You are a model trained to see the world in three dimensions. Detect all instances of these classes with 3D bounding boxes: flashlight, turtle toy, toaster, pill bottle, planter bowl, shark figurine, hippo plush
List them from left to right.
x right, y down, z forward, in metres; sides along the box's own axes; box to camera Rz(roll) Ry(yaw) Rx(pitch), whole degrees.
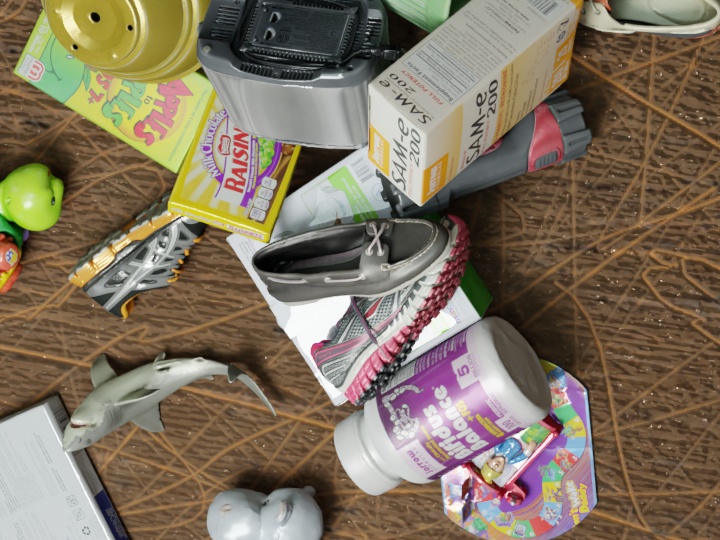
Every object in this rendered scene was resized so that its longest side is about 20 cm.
[{"bbox_3d":[-0.387,-0.034,1.550,0.101,0.146,0.200,34,107,-16],"label":"turtle toy"},{"bbox_3d":[-0.232,-0.250,1.404,0.200,0.083,0.201,10,125,15],"label":"planter bowl"},{"bbox_3d":[-0.203,0.136,1.574,0.214,0.128,0.090,-17,123,-1],"label":"shark figurine"},{"bbox_3d":[-0.093,0.305,1.523,0.200,0.159,0.161,5,102,13],"label":"hippo plush"},{"bbox_3d":[-0.047,-0.187,1.376,0.200,0.129,0.114,8,63,12],"label":"toaster"},{"bbox_3d":[0.076,0.137,1.454,0.200,0.112,0.112,-33,92,23],"label":"pill bottle"},{"bbox_3d":[0.113,-0.108,1.400,0.200,0.068,0.068,-19,100,-11],"label":"flashlight"}]

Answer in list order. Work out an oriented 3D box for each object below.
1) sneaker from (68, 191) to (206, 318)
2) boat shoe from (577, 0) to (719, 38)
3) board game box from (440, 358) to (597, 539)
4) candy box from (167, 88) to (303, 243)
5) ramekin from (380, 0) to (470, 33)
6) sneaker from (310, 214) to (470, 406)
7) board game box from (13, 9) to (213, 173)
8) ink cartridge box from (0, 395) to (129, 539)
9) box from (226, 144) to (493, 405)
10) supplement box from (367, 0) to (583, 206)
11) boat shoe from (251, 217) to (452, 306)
[{"bbox_3d":[-0.202,-0.025,1.536,0.200,0.078,0.077,-33,105,21],"label":"sneaker"},{"bbox_3d":[0.237,-0.252,1.385,0.200,0.063,0.071,12,105,11],"label":"boat shoe"},{"bbox_3d":[0.151,0.185,1.501,0.158,0.039,0.200,-4,100,14],"label":"board game box"},{"bbox_3d":[-0.105,-0.130,1.444,0.102,0.026,0.200,17,66,2],"label":"candy box"},{"bbox_3d":[0.083,-0.309,1.346,0.098,0.200,0.200,28,106,14],"label":"ramekin"},{"bbox_3d":[0.029,0.029,1.384,0.075,0.081,0.200,40,102,14],"label":"sneaker"},{"bbox_3d":[-0.240,-0.195,1.519,0.200,0.048,0.102,32,106,6],"label":"board game box"},{"bbox_3d":[-0.374,0.263,1.644,0.200,0.041,0.200,-24,95,17],"label":"ink cartridge box"},{"bbox_3d":[0.000,0.000,1.473,0.176,0.097,0.200,-34,92,17],"label":"box"},{"bbox_3d":[0.100,-0.166,1.327,0.200,0.126,0.074,-41,70,-18],"label":"supplement box"},{"bbox_3d":[-0.013,-0.012,1.362,0.200,0.067,0.057,-15,141,34],"label":"boat shoe"}]
